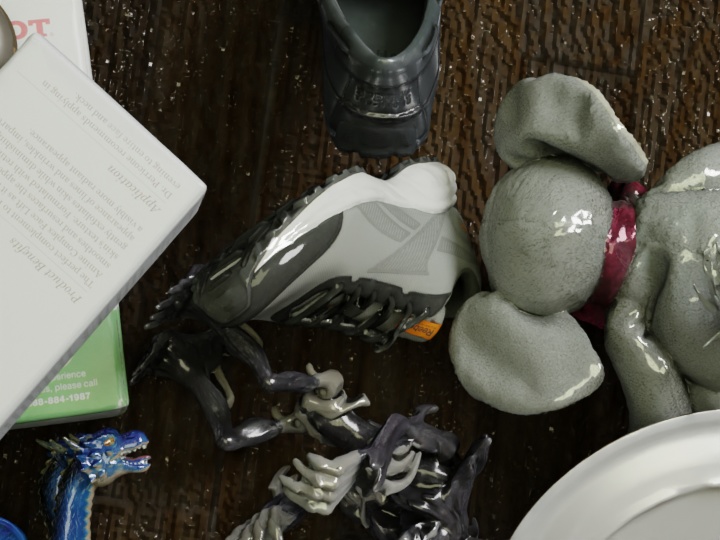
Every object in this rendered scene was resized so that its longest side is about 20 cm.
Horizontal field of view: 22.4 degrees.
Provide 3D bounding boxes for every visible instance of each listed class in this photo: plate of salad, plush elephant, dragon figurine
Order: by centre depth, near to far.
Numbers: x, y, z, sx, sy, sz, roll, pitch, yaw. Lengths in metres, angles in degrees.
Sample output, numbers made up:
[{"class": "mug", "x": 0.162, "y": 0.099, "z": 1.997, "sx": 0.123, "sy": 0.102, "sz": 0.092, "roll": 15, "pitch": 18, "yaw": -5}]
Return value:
[{"class": "dragon figurine", "x": -0.174, "y": 0.148, "z": 0.840, "sx": 0.199, "sy": 0.059, "sz": 0.100, "roll": -30, "pitch": 87, "yaw": -10}, {"class": "plush elephant", "x": 0.122, "y": -0.001, "z": 0.854, "sx": 0.154, "sy": 0.200, "sz": 0.166, "roll": 21, "pitch": 87, "yaw": 15}, {"class": "plate of salad", "x": 0.154, "y": 0.143, "z": 0.855, "sx": 0.198, "sy": 0.048, "sz": 0.202, "roll": -5, "pitch": 122, "yaw": -9}]

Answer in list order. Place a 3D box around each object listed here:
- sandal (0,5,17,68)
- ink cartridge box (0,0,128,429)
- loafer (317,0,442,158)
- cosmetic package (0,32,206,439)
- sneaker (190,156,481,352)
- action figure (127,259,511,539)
[{"class": "sandal", "x": -0.230, "y": -0.052, "z": 0.775, "sx": 0.200, "sy": 0.055, "sz": 0.082, "roll": -40, "pitch": 87, "yaw": -10}, {"class": "ink cartridge box", "x": -0.190, "y": -0.025, "z": 0.848, "sx": 0.144, "sy": 0.088, "sz": 0.202, "roll": -7, "pitch": 85, "yaw": -8}, {"class": "loafer", "x": 0.010, "y": -0.142, "z": 0.862, "sx": 0.067, "sy": 0.071, "sz": 0.202, "roll": 3, "pitch": 50, "yaw": -5}, {"class": "cosmetic package", "x": -0.165, "y": 0.010, "z": 0.768, "sx": 0.102, "sy": 0.074, "sz": 0.200, "roll": 42, "pitch": 82, "yaw": -2}, {"class": "sneaker", "x": 0.000, "y": 0.000, "z": 0.822, "sx": 0.074, "sy": 0.200, "sz": 0.080, "roll": -31, "pitch": 82, "yaw": 31}, {"class": "action figure", "x": -0.020, "y": 0.091, "z": 0.841, "sx": 0.200, "sy": 0.119, "sz": 0.102, "roll": 38, "pitch": 46, "yaw": 5}]
